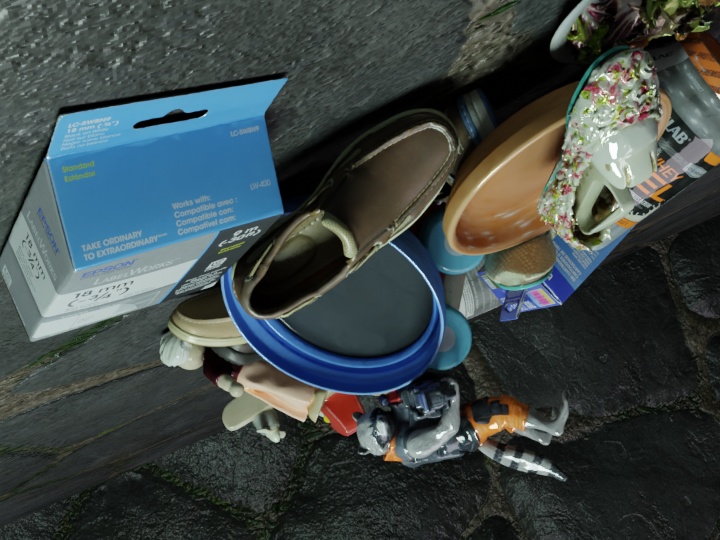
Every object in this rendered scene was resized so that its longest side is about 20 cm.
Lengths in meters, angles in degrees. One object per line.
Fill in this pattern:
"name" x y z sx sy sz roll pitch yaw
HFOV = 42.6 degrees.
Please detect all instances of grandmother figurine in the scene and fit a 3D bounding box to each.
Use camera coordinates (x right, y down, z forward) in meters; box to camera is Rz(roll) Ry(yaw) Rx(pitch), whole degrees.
"grandmother figurine" -0.135 0.115 1.055 0.121 0.200 0.061 -53 163 -81

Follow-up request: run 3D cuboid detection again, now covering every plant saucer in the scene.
"plant saucer" 0.148 -0.084 0.726 0.200 0.038 0.200 -26 159 -11

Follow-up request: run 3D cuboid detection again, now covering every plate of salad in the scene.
"plate of salad" 0.228 -0.194 0.648 0.200 0.048 0.200 -25 171 -4

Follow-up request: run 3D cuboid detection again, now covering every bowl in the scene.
"bowl" -0.022 0.022 0.796 0.200 0.201 0.039 -33 -160 38

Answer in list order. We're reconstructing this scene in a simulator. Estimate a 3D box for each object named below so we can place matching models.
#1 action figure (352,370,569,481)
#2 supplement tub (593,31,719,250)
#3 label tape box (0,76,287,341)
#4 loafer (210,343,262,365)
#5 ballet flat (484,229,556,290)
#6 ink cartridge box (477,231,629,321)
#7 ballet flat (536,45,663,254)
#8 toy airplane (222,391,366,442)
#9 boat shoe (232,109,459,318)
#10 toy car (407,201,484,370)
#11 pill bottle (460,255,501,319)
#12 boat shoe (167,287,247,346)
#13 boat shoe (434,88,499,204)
"action figure" 0.088 0.143 0.829 0.193 0.105 0.200 -3 177 6
"supplement tub" 0.253 -0.119 0.842 0.200 0.123 0.122 -42 163 31
"label tape box" -0.131 -0.032 0.576 0.144 0.063 0.200 -19 169 -35
"loafer" -0.094 0.052 1.068 0.071 0.073 0.200 -62 166 22
"ballet flat" 0.150 -0.036 0.875 0.067 0.063 0.200 -11 -168 15
"ink cartridge box" 0.230 -0.023 1.110 0.200 0.076 0.136 -42 -175 -16
"ballet flat" 0.174 -0.075 0.642 0.076 0.064 0.200 -26 158 -9
"toy airplane" -0.064 0.135 1.211 0.200 0.199 0.141 -2 135 19
"boat shoe" -0.007 -0.033 0.666 0.202 0.075 0.075 -42 -163 11
"toy car" 0.000 0.000 0.911 0.199 0.177 0.184 8 -175 -9
"pill bottle" 0.188 -0.002 1.361 0.200 0.114 0.114 -22 170 -14
"boat shoe" -0.107 0.023 0.954 0.200 0.071 0.065 -16 132 -40
"boat shoe" 0.086 -0.094 0.791 0.072 0.072 0.200 -21 161 8
